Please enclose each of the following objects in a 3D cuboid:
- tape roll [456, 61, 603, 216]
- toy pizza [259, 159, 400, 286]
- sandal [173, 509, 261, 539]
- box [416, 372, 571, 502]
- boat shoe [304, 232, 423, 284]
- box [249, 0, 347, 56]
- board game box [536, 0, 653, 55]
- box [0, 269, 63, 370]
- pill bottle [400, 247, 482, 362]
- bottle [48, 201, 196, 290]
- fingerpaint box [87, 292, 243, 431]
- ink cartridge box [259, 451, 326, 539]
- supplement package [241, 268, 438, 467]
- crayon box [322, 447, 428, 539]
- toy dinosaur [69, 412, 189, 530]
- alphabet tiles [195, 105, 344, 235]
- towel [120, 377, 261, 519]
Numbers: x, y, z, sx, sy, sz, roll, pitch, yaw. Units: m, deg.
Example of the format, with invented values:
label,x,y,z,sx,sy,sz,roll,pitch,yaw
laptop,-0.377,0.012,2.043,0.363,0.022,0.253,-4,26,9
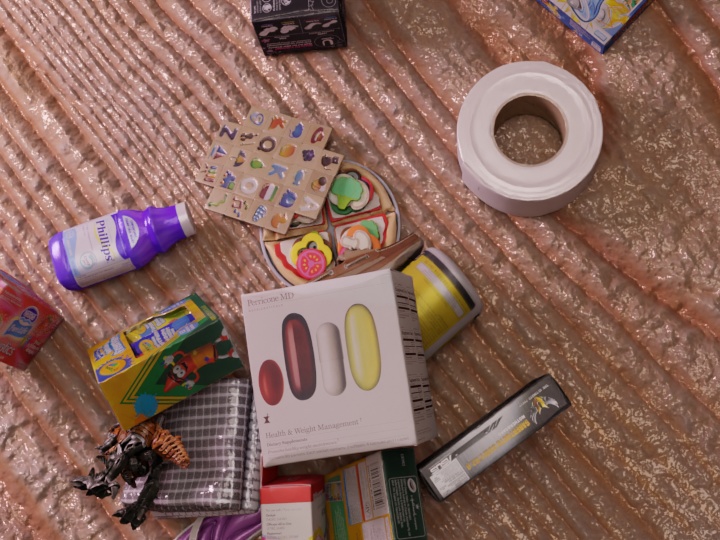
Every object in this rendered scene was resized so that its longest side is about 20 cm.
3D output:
label,x,y,z,sx,sy,sz,roll,pitch,yaw
tape roll,0.228,-0.179,1.607,0.199,0.071,0.206,-1,75,5
toy pizza,-0.043,-0.061,1.620,0.197,0.032,0.204,-1,75,5
sandal,-0.188,0.345,1.514,0.082,0.050,0.203,43,82,14
box,0.159,0.208,1.461,0.199,0.158,0.049,-35,82,-5
boat shoe,0.000,0.000,1.552,0.199,0.076,0.072,-33,72,-27
box,-0.092,-0.426,1.681,0.130,0.115,0.203,-6,73,5
board game box,0.316,-0.422,1.682,0.200,0.035,0.135,42,83,14
box,-0.487,0.050,1.545,0.102,0.200,0.095,35,82,14
pill bottle,0.055,0.073,1.533,0.199,0.112,0.112,-40,75,-6
bottle,-0.326,-0.040,1.624,0.197,0.065,0.085,-19,75,0
fingerpaint box,-0.253,0.109,1.493,0.165,0.200,0.074,-28,105,-11
ink cartridge box,-0.081,0.321,1.460,0.066,0.116,0.204,-3,86,6
supplement package,-0.023,0.116,1.407,0.188,0.147,0.203,-11,83,12
crayon box,0.011,0.301,1.457,0.051,0.200,0.128,0,72,-27
toy dinosaur,-0.271,0.224,1.421,0.102,0.200,0.137,35,63,-9
alphabet tiles,-0.128,-0.142,1.644,0.197,0.006,0.168,18,74,21
towel,-0.212,0.225,1.491,0.198,0.085,0.168,-10,71,35
